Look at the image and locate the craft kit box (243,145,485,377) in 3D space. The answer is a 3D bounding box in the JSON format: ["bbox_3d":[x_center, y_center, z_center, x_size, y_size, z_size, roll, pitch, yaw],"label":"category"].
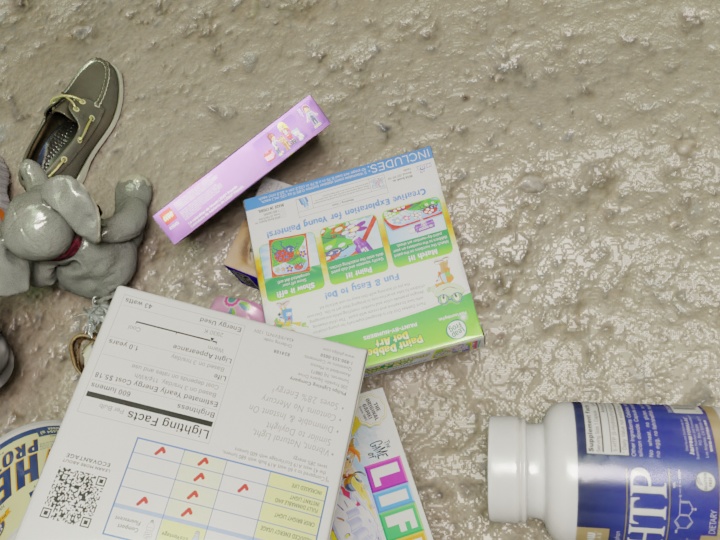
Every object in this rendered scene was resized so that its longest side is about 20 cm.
[{"bbox_3d":[0.000,0.000,0.723,0.198,0.049,0.200,-15,67,6],"label":"craft kit box"}]

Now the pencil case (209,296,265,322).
[{"bbox_3d":[-0.156,0.117,0.730,0.087,0.088,0.201,20,58,17],"label":"pencil case"}]

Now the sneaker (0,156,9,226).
[{"bbox_3d":[-0.479,-0.076,0.897,0.112,0.077,0.201,-39,54,12],"label":"sneaker"}]

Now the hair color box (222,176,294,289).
[{"bbox_3d":[-0.031,-0.012,0.789,0.198,0.065,0.110,19,76,19],"label":"hair color box"}]

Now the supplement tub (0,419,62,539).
[{"bbox_3d":[-0.265,0.240,0.667,0.145,0.145,0.199,-51,39,-9],"label":"supplement tub"}]

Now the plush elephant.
[{"bbox_3d":[-0.314,-0.043,0.785,0.163,0.155,0.201,-25,49,3],"label":"plush elephant"}]

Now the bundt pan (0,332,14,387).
[{"bbox_3d":[-0.433,0.049,0.788,0.075,0.203,0.202,-32,65,-27],"label":"bundt pan"}]

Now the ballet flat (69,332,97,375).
[{"bbox_3d":[-0.236,0.131,0.775,0.068,0.072,0.200,-45,69,-7],"label":"ballet flat"}]

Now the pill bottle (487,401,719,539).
[{"bbox_3d":[0.210,0.174,0.643,0.197,0.120,0.121,-1,71,12],"label":"pill bottle"}]

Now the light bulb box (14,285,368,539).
[{"bbox_3d":[-0.114,0.146,0.551,0.196,0.125,0.202,15,60,-2],"label":"light bulb box"}]

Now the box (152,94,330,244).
[{"bbox_3d":[-0.127,-0.108,0.805,0.199,0.137,0.039,-38,101,-3],"label":"box"}]

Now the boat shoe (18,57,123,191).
[{"bbox_3d":[-0.351,-0.176,0.913,0.071,0.060,0.204,14,74,16],"label":"boat shoe"}]

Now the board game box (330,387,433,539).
[{"bbox_3d":[-0.015,0.211,0.620,0.133,0.034,0.202,-14,61,-11],"label":"board game box"}]
